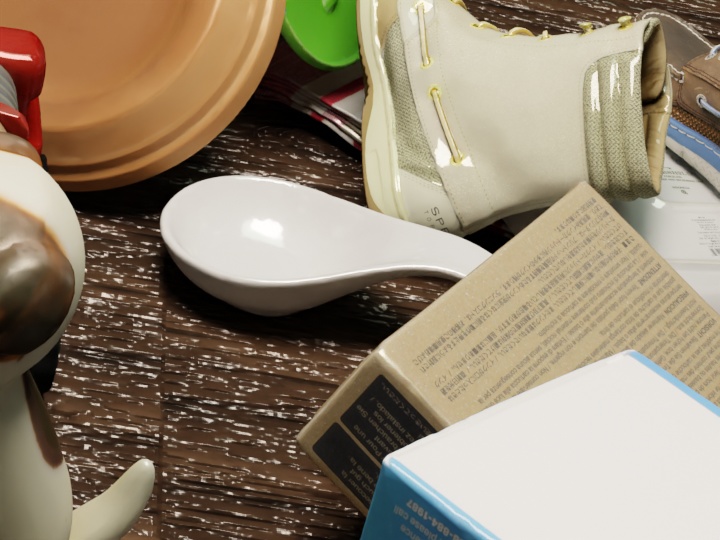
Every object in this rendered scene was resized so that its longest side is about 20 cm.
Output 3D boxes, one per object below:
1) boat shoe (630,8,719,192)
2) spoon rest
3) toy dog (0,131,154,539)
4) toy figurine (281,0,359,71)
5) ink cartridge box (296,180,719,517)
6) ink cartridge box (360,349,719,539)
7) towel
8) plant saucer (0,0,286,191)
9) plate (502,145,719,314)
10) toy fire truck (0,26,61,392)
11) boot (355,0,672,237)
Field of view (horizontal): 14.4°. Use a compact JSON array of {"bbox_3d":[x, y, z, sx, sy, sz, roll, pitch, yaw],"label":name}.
[{"bbox_3d":[0.205,-0.083,1.481,0.072,0.072,0.200,-4,42,-38],"label":"boat shoe"},{"bbox_3d":[0.000,0.000,1.359,0.200,0.061,0.099,22,33,8],"label":"spoon rest"},{"bbox_3d":[-0.165,0.046,1.087,0.193,0.200,0.140,9,33,-10],"label":"toy dog"},{"bbox_3d":[-0.087,-0.203,1.531,0.184,0.150,0.200,1,62,28],"label":"toy figurine"},{"bbox_3d":[0.092,0.071,1.230,0.165,0.075,0.200,47,38,5],"label":"ink cartridge box"},{"bbox_3d":[0.080,0.163,1.015,0.147,0.200,0.146,36,36,29],"label":"ink cartridge box"},{"bbox_3d":[0.053,-0.081,1.542,0.200,0.023,0.144,31,33,19],"label":"towel"},{"bbox_3d":[-0.136,-0.139,1.405,0.200,0.200,0.037,29,-5,19],"label":"plant saucer"},{"bbox_3d":[0.158,-0.037,1.483,0.199,0.032,0.200,1,39,-33],"label":"plate"},{"bbox_3d":[-0.187,-0.070,1.253,0.128,0.200,0.176,7,33,-14],"label":"toy fire truck"},{"bbox_3d":[0.078,-0.110,1.438,0.154,0.072,0.200,-12,59,19],"label":"boot"}]
